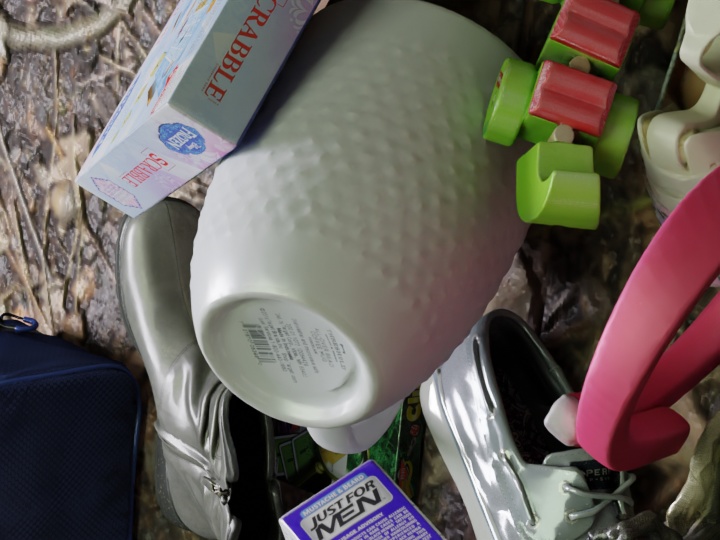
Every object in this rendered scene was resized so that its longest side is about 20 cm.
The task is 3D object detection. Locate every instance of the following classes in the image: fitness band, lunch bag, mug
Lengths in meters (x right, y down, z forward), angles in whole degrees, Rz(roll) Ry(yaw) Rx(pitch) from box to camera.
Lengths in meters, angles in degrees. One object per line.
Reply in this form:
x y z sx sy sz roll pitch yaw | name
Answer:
0.142 0.015 1.044 0.037 0.200 0.144 36 104 17 | fitness band
-0.224 0.119 1.491 0.132 0.136 0.201 16 105 44 | lunch bag
0.000 0.000 1.190 0.147 0.176 0.201 12 137 18 | mug

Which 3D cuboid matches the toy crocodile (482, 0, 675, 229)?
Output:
0.105 -0.108 1.132 0.062 0.067 0.201 114 174 -69 | toy crocodile

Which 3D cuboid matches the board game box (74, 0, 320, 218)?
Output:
-0.057 -0.133 1.233 0.200 0.041 0.199 -61 12 -16 | board game box

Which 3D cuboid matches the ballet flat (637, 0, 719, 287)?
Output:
0.160 -0.087 1.115 0.069 0.071 0.201 22 110 31 | ballet flat

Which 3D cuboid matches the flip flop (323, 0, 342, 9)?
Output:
0.034 -0.158 1.246 0.058 0.081 0.200 40 123 14 | flip flop

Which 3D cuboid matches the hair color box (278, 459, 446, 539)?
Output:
0.045 0.197 1.219 0.200 0.065 0.110 47 162 43 | hair color box

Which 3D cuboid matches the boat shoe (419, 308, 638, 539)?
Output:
0.094 0.107 1.202 0.201 0.070 0.072 61 139 27 | boat shoe

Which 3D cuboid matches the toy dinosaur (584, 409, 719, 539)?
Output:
0.138 0.125 1.113 0.048 0.088 0.201 -124 27 -43 | toy dinosaur

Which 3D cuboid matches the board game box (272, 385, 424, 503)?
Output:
-0.003 0.026 1.335 0.105 0.023 0.201 15 104 42 | board game box

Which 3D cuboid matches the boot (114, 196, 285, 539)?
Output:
-0.077 0.059 1.353 0.131 0.067 0.201 -170 71 -70 | boot
